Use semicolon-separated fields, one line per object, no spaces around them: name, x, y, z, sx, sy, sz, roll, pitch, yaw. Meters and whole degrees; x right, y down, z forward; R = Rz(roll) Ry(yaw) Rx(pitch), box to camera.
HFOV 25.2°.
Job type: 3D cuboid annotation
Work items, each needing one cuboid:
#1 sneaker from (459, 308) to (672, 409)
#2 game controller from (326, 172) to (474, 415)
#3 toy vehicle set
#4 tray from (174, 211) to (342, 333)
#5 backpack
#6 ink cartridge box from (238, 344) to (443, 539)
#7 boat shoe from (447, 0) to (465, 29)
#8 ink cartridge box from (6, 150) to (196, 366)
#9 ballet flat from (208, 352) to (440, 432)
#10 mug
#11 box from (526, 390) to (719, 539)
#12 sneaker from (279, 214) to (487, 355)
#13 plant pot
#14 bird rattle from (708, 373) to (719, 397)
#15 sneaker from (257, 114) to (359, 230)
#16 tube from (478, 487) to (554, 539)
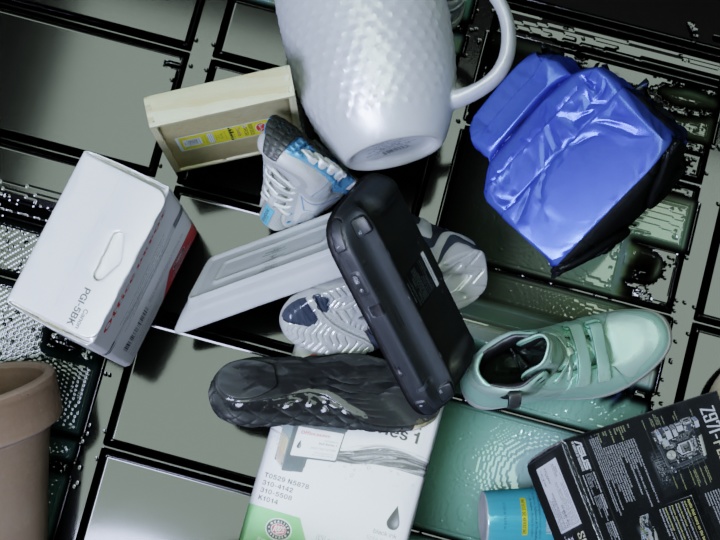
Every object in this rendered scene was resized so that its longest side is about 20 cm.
sneaker;0.189;0.078;1.419;0.199;0.118;0.074;-16;80;-3
game controller;0.036;0.019;1.337;0.042;0.104;0.201;-14;116;29
toy vehicle set;-0.116;-0.130;1.410;0.123;0.200;0.027;-12;83;-2
tray;-0.072;-0.009;1.405;0.199;0.108;0.022;-19;117;25
backpack;0.196;-0.107;1.402;0.162;0.200;0.168;-42;78;17
ink cartridge box;-0.014;0.172;1.423;0.145;0.084;0.201;15;82;2
boat shoe;0.003;-0.279;1.499;0.201;0.065;0.075;23;82;4
ink cartridge box;-0.218;-0.006;1.392;0.082;0.200;0.148;26;82;5
ballet flat;-0.030;0.106;1.374;0.198;0.057;0.067;6;63;-5
mug;0.035;-0.189;1.380;0.199;0.148;0.177;-14;78;8
box;0.259;0.225;1.377;0.163;0.086;0.201;-15;75;-21
sneaker;0.000;0.000;1.432;0.198;0.130;0.080;-24;126;-19
plant pot;-0.345;0.187;1.384;0.199;0.200;0.176;-10;98;-1
bird rattle;0.384;0.120;1.425;0.162;0.113;0.201;-18;79;14
sneaker;-0.058;-0.073;1.407;0.075;0.200;0.087;44;93;15
tube;0.206;0.221;1.437;0.198;0.050;0.078;-1;81;-6
